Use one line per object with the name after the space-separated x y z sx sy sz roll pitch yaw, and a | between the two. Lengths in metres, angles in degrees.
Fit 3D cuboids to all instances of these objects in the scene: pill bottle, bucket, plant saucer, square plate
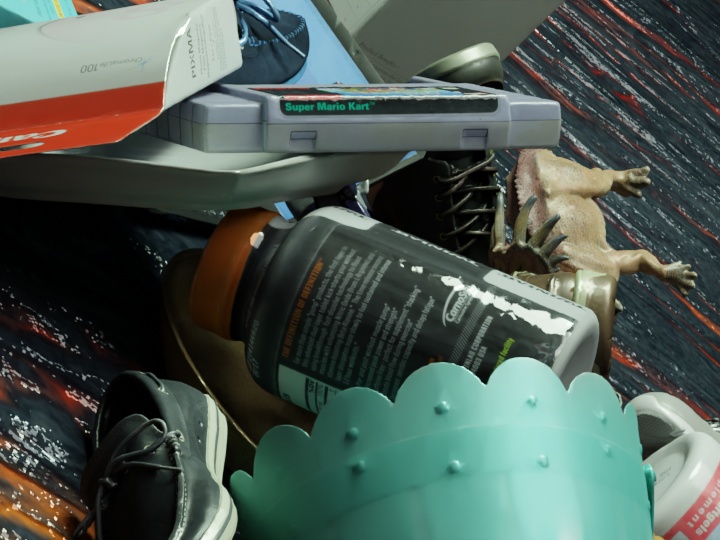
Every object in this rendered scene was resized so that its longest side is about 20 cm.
0.243 0.202 1.766 0.200 0.109 0.109 43 21 -8 | pill bottle
0.013 0.032 1.477 0.200 0.106 0.106 23 16 14 | pill bottle
0.047 0.149 1.356 0.207 0.207 0.135 25 44 -44 | bucket
-0.042 0.074 1.556 0.200 0.035 0.200 40 21 -19 | plant saucer
-0.104 -0.055 1.525 0.198 0.200 0.028 -14 106 -62 | square plate

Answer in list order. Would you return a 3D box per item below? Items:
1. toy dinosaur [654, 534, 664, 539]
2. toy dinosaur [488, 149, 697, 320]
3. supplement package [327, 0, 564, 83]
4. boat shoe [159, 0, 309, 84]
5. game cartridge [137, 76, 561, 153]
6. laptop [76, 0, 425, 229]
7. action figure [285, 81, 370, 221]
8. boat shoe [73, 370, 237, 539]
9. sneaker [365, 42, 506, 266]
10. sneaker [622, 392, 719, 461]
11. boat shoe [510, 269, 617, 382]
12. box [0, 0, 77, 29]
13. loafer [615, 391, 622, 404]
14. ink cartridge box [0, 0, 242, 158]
0.164 0.172 1.657 0.200 0.060 0.106 62 17 -14 | toy dinosaur
0.119 -0.027 1.781 0.135 0.086 0.200 19 37 -28 | toy dinosaur
0.025 -0.182 1.926 0.117 0.200 0.117 28 27 -42 | supplement package
-0.085 -0.132 1.655 0.084 0.069 0.200 8 19 23 | boat shoe
-0.007 -0.084 1.531 0.200 0.038 0.130 -2 4 -21 | game cartridge
-0.085 -0.117 1.732 0.200 0.103 0.177 14 37 -58 | laptop
0.000 0.000 1.611 0.130 0.069 0.200 47 21 -61 | action figure
-0.099 0.106 1.342 0.062 0.075 0.200 34 18 -17 | boat shoe
0.068 -0.058 1.821 0.075 0.200 0.106 -21 68 -20 | sneaker
0.223 0.127 1.872 0.200 0.075 0.082 48 46 -45 | sneaker
0.103 0.037 1.600 0.202 0.075 0.075 78 17 -73 | boat shoe
-0.245 -0.168 1.593 0.200 0.049 0.082 27 28 -42 | box
0.087 0.062 1.781 0.200 0.070 0.075 28 27 -40 | loafer
-0.165 -0.096 1.464 0.200 0.162 0.057 -32 114 -71 | ink cartridge box
